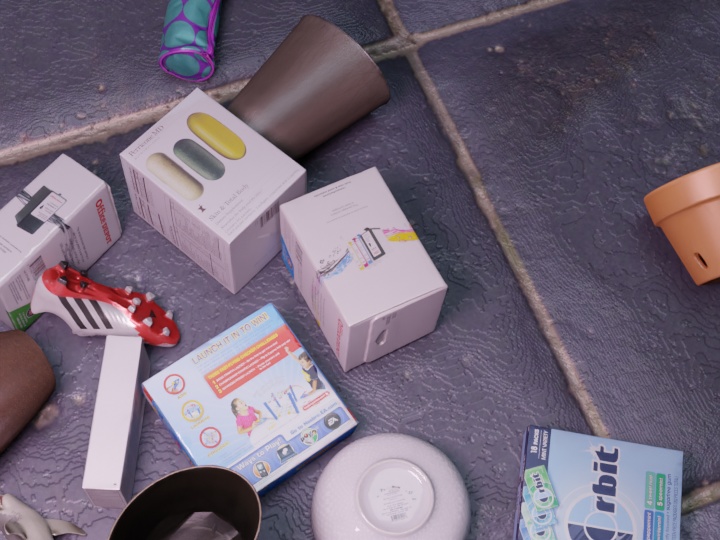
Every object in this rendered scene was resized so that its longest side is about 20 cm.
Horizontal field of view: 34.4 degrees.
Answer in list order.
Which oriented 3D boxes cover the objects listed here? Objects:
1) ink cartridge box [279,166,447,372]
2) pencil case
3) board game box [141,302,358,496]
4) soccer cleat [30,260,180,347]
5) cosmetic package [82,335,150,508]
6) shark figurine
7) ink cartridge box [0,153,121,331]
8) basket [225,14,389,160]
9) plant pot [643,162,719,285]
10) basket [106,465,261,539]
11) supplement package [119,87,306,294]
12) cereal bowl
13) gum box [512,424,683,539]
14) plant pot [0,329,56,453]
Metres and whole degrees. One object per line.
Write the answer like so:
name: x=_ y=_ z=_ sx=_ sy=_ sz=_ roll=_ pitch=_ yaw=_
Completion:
ink cartridge box: x=0.000 y=0.000 z=1.535 sx=0.145 sy=0.147 sz=0.200 roll=-23 pitch=66 yaw=-15
pencil case: x=-0.247 y=-0.385 z=1.755 sx=0.092 sy=0.085 sz=0.200 roll=-8 pitch=60 yaw=25
board game box: x=-0.141 y=0.176 z=1.473 sx=0.200 sy=0.056 sz=0.196 roll=-32 pitch=76 yaw=-18
soccer cleat: x=-0.334 y=0.059 z=1.522 sx=0.200 sy=0.085 sz=0.069 roll=26 pitch=33 yaw=-24
cosmetic package: x=-0.305 y=0.189 z=1.456 sx=0.051 sy=0.083 sz=0.200 roll=4 pitch=62 yaw=-2
shark figurine: x=-0.394 y=0.350 z=1.359 sx=0.128 sy=0.214 sz=0.090 roll=24 pitch=102 yaw=-22
ink cartridge box: x=-0.419 y=-0.035 z=1.531 sx=0.083 sy=0.147 sz=0.200 roll=35 pitch=65 yaw=15
basket: x=-0.092 y=-0.242 z=1.660 sx=0.180 sy=0.136 sz=0.200 roll=41 pitch=71 yaw=17
plant pot: x=0.504 y=-0.064 z=1.584 sx=0.200 sy=0.200 sz=0.140 roll=-14 pitch=82 yaw=-10
basket: x=-0.194 y=0.328 z=1.323 sx=0.180 sy=0.200 sz=0.136 roll=-35 pitch=69 yaw=-20
supplement package: x=-0.196 y=-0.107 z=1.577 sx=0.200 sy=0.151 sz=0.152 roll=38 pitch=67 yaw=16
cereal bowl: x=0.040 y=0.288 z=1.424 sx=0.200 sy=0.083 sz=0.200 roll=2 pitch=62 yaw=-3
gum box: x=0.298 y=0.295 z=1.455 sx=0.200 sy=0.045 sz=0.170 roll=10 pitch=63 yaw=1
plant pot: x=-0.484 y=0.161 z=1.423 sx=0.187 sy=0.187 sz=0.200 roll=43 pitch=54 yaw=18
